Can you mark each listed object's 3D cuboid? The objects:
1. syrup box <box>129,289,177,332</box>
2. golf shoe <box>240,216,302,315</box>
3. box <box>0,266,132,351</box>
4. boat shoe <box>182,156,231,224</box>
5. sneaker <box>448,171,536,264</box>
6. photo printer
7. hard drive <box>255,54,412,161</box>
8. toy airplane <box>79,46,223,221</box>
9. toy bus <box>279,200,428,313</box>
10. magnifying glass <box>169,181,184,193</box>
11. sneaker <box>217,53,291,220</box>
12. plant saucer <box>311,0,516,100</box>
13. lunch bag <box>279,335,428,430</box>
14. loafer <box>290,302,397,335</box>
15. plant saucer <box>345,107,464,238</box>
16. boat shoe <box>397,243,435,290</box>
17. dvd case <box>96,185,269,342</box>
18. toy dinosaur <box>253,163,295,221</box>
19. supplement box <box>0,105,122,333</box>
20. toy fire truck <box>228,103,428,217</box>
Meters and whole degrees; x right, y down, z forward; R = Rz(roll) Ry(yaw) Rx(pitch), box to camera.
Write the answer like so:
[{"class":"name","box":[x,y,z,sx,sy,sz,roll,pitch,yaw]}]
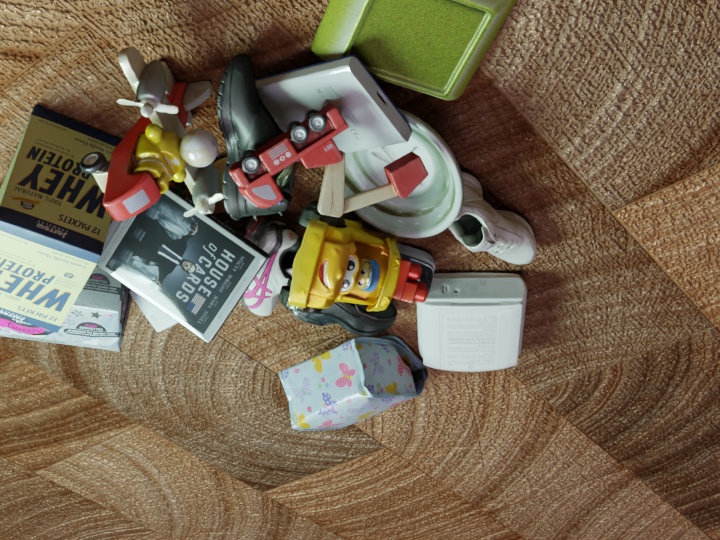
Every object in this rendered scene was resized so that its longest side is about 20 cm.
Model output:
[{"class":"syrup box","box":[-0.243,0.016,1.510,0.200,0.079,0.082,-24,103,48]},{"class":"golf shoe","box":[-0.128,0.008,1.530,0.092,0.073,0.200,22,143,12]},{"class":"box","box":[-0.445,0.028,1.548,0.199,0.133,0.115,8,142,-6]},{"class":"boat shoe","box":[-0.208,-0.090,1.430,0.200,0.071,0.070,-32,165,15]},{"class":"sneaker","box":[0.171,-0.049,1.434,0.075,0.100,0.200,-31,131,32]},{"class":"photo printer","box":[0.171,0.087,1.624,0.166,0.070,0.200,-1,141,5]},{"class":"hard drive","box":[-0.052,-0.193,1.280,0.199,0.025,0.132,-5,141,39]},{"class":"toy airplane","box":[-0.225,-0.159,1.257,0.141,0.200,0.200,10,-171,28]},{"class":"toy bus","box":[0.000,0.000,1.394,0.191,0.200,0.136,17,98,2]},{"class":"magnifying glass","box":[-0.257,-0.097,1.468,0.079,0.022,0.200,-16,135,20]},{"class":"sneaker","box":[-0.123,-0.161,1.260,0.090,0.076,0.201,-1,112,6]},{"class":"plant saucer","box":[0.063,-0.280,1.198,0.199,0.048,0.200,15,140,-13]},{"class":"lunch bag","box":[-0.006,0.184,1.713,0.169,0.128,0.200,-27,158,31]},{"class":"loafer","box":[-0.013,0.048,1.571,0.200,0.073,0.072,9,130,-43]},{"class":"plant saucer","box":[0.049,-0.135,1.344,0.200,0.050,0.201,21,138,20]},{"class":"boat shoe","box":[0.013,-0.008,1.518,0.199,0.071,0.072,10,141,-6]},{"class":"dvd case","box":[-0.244,-0.018,1.399,0.200,0.025,0.151,35,106,-2]},{"class":"toy dinosaur","box":[-0.106,-0.109,1.345,0.047,0.088,0.200,35,157,-7]},{"class":"supplement box","box":[-0.415,-0.064,1.379,0.134,0.200,0.200,21,138,-20]},{"class":"toy fire truck","box":[-0.037,-0.115,1.227,0.200,0.049,0.141,-32,108,0]}]
